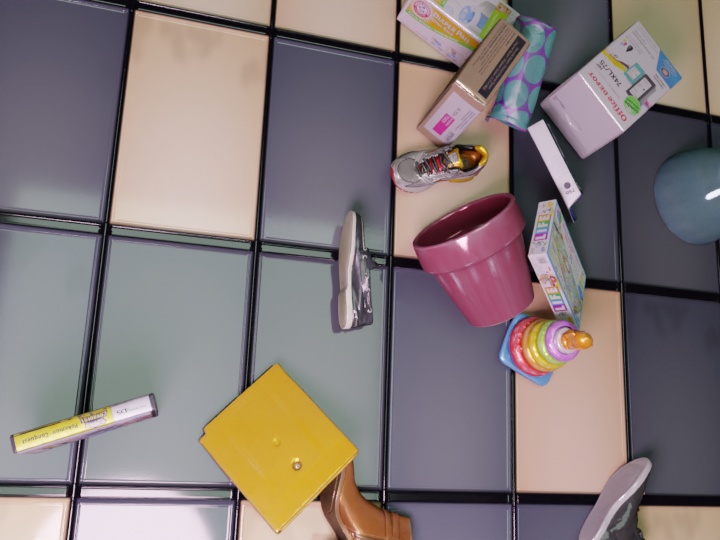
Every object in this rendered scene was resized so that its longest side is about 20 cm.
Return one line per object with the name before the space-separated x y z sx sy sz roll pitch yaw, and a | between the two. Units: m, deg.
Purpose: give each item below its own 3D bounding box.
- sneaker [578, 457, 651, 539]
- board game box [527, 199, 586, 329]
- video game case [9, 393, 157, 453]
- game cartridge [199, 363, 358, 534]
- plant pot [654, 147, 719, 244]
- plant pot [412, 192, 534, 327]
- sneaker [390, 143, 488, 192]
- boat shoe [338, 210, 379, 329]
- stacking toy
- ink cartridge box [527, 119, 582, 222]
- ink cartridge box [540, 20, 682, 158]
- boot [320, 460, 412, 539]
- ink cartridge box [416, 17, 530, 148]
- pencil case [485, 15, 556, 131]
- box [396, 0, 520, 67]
sneaker | 0.488 0.444 1.274 0.099 0.071 0.201 41 76 -7
board game box | 0.360 -0.006 1.266 0.201 0.034 0.136 57 41 -34
video game case | -0.376 0.217 0.982 0.178 0.200 0.026 -15 80 -19
game cartridge | -0.131 0.275 1.104 0.176 0.033 0.200 -40 69 -20
plant pot | 0.729 -0.167 1.436 0.196 0.135 0.204 3 78 -16
plant pot | 0.213 -0.010 1.227 0.198 0.199 0.181 -32 105 -20
sneaker | 0.146 -0.200 1.292 0.197 0.082 0.079 -15 83 -19
boat shoe | 0.001 0.000 1.211 0.065 0.074 0.204 4 78 -18
stacking toy | 0.340 0.126 1.221 0.115 0.200 0.111 31 72 -8
ink cartridge box | 0.388 -0.193 1.359 0.039 0.099 0.203 -26 88 21
ink cartridge box | 0.496 -0.357 1.397 0.199 0.146 0.147 -40 91 -20
boot | 0.014 0.399 1.142 0.152 0.073 0.204 9 75 -23
ink cartridge box | 0.201 -0.333 1.273 0.075 0.200 0.166 37 72 -5
pencil case | 0.308 -0.374 1.336 0.084 0.093 0.203 10 107 -13
box | 0.187 -0.492 1.354 0.199 0.101 0.113 35 70 -7
